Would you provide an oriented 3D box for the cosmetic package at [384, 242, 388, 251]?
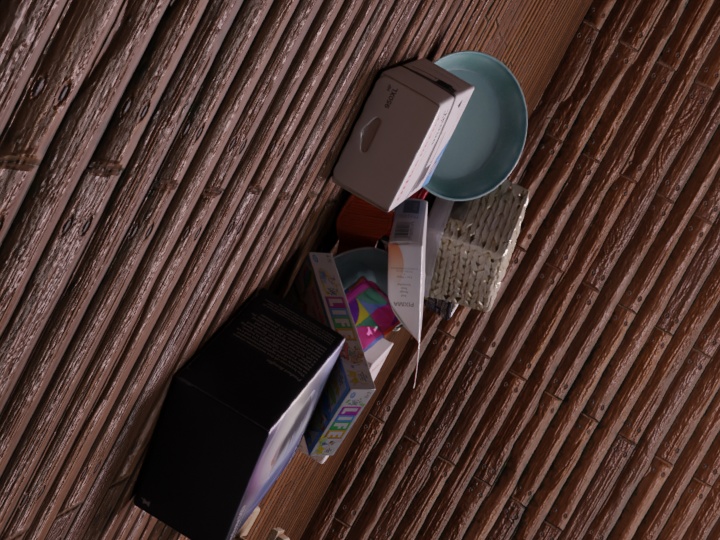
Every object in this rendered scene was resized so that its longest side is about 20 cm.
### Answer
[{"bbox_3d":[0.040,0.002,1.950,0.083,0.050,0.200,-58,-173,-14],"label":"cosmetic package"}]

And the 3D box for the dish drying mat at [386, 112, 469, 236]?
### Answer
[{"bbox_3d":[0.071,-0.144,1.697,0.202,0.076,0.018,-61,173,2],"label":"dish drying mat"}]

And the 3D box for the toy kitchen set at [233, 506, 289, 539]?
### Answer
[{"bbox_3d":[-0.127,0.294,1.680,0.182,0.162,0.200,-59,172,-8],"label":"toy kitchen set"}]

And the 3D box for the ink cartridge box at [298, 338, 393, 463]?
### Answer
[{"bbox_3d":[-0.049,0.153,1.811,0.202,0.124,0.128,-63,172,17],"label":"ink cartridge box"}]

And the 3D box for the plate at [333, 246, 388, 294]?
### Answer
[{"bbox_3d":[-0.032,0.046,1.644,0.198,0.026,0.202,-23,137,-23],"label":"plate"}]

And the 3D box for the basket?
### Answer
[{"bbox_3d":[0.161,-0.044,1.783,0.201,0.122,0.137,92,20,-62],"label":"basket"}]

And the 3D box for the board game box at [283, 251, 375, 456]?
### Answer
[{"bbox_3d":[-0.047,0.099,1.461,0.135,0.034,0.202,-60,-143,42],"label":"board game box"}]

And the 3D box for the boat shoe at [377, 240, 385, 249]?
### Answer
[{"bbox_3d":[0.000,0.000,1.771,0.062,0.074,0.200,-61,174,19],"label":"boat shoe"}]

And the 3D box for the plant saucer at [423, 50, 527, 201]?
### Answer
[{"bbox_3d":[0.134,-0.197,1.664,0.202,0.199,0.036,-60,-152,-2],"label":"plant saucer"}]

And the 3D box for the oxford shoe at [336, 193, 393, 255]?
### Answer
[{"bbox_3d":[0.002,-0.073,1.623,0.201,0.070,0.074,110,-11,-56],"label":"oxford shoe"}]

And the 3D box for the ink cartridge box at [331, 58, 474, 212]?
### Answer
[{"bbox_3d":[0.055,-0.167,1.486,0.146,0.084,0.200,-64,171,21],"label":"ink cartridge box"}]

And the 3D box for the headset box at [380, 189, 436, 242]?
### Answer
[{"bbox_3d":[0.086,-0.131,1.779,0.149,0.074,0.202,17,94,-81],"label":"headset box"}]

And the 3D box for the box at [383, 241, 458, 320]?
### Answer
[{"bbox_3d":[0.102,0.012,2.153,0.049,0.160,0.200,-58,171,-10],"label":"box"}]

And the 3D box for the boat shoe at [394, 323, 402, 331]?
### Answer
[{"bbox_3d":[0.044,0.055,1.826,0.200,0.072,0.062,120,-11,-62],"label":"boat shoe"}]

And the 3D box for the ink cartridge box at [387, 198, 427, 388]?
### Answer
[{"bbox_3d":[0.059,0.026,1.601,0.163,0.049,0.203,-76,171,-67],"label":"ink cartridge box"}]

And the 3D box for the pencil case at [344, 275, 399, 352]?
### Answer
[{"bbox_3d":[-0.043,0.093,1.592,0.199,0.089,0.088,-38,168,-9],"label":"pencil case"}]

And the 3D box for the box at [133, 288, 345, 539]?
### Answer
[{"bbox_3d":[-0.132,0.166,1.349,0.198,0.122,0.201,-48,164,-54],"label":"box"}]
